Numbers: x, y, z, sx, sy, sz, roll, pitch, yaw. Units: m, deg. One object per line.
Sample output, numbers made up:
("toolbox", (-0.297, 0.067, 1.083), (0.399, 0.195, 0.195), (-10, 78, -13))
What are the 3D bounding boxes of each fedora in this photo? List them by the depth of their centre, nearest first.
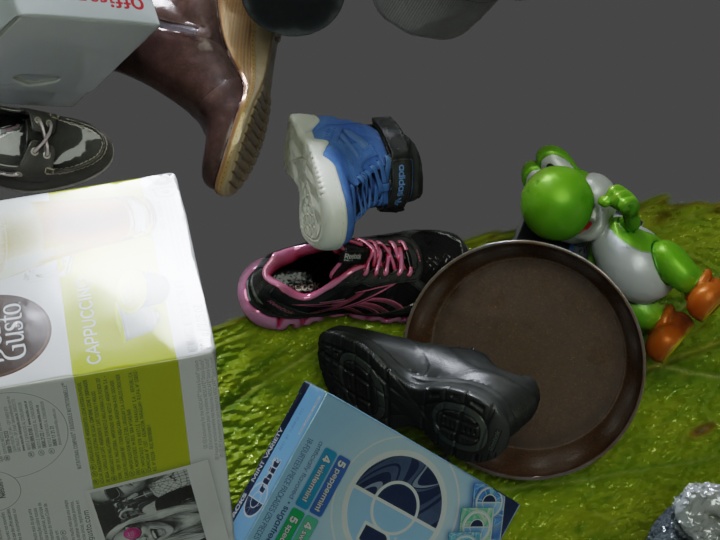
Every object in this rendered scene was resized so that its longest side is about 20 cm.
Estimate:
("fedora", (0.064, -0.261, 1.464), (0.177, 0.090, 0.200), (29, 31, -4))

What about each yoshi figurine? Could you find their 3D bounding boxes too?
("yoshi figurine", (0.201, -0.018, 1.386), (0.112, 0.112, 0.200), (-42, 80, -12))

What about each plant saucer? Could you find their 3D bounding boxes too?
("plant saucer", (0.134, 0.071, 1.379), (0.200, 0.034, 0.200), (3, 103, 14))

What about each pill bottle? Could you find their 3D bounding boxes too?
("pill bottle", (-0.056, -0.290, 1.431), (0.112, 0.112, 0.200), (6, 42, -6))

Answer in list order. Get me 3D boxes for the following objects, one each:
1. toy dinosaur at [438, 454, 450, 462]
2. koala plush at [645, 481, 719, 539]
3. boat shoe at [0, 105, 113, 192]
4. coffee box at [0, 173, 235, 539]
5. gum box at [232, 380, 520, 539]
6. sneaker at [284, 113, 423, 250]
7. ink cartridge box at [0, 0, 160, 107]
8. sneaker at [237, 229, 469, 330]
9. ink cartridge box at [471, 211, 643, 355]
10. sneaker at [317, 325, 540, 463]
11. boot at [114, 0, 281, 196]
("toy dinosaur", (-0.011, 0.200, 1.336), (0.200, 0.102, 0.136), (-33, 96, -38))
("koala plush", (0.315, 0.234, 1.334), (0.200, 0.177, 0.184), (14, 59, -3))
("boat shoe", (-0.307, -0.106, 1.408), (0.200, 0.057, 0.067), (2, 72, -7))
("coffee box", (-0.207, 0.080, 1.213), (0.198, 0.200, 0.200), (-9, 41, -8))
("gum box", (0.001, 0.205, 1.284), (0.200, 0.045, 0.170), (33, 83, -27))
("sneaker", (0.004, -0.074, 1.386), (0.111, 0.200, 0.077), (3, 112, -11))
("ink cartridge box", (-0.282, -0.254, 1.387), (0.145, 0.145, 0.200), (-4, 70, -45))
("sneaker", (0.000, 0.000, 1.397), (0.200, 0.095, 0.079), (-11, 72, -12))
("ink cartridge box", (0.161, 0.027, 1.439), (0.099, 0.039, 0.200), (24, 71, 0))
("sneaker", (0.053, 0.091, 1.352), (0.200, 0.076, 0.091), (23, 33, 32))
("boot", (-0.161, -0.165, 1.455), (0.166, 0.072, 0.200), (8, 72, 8))
